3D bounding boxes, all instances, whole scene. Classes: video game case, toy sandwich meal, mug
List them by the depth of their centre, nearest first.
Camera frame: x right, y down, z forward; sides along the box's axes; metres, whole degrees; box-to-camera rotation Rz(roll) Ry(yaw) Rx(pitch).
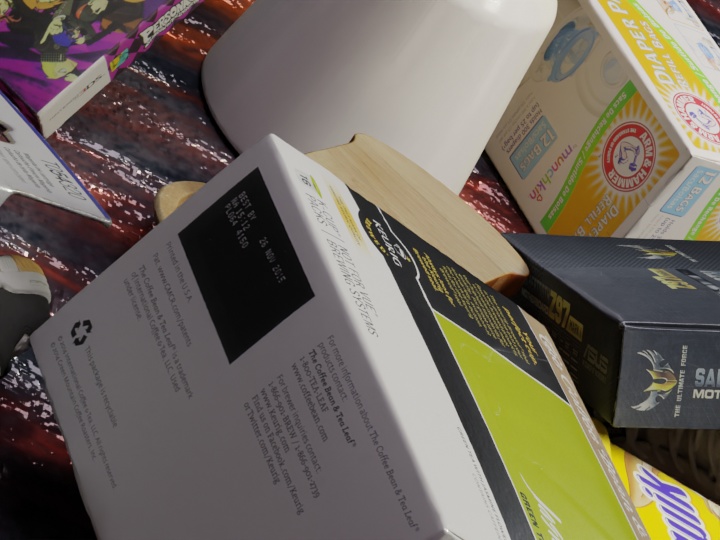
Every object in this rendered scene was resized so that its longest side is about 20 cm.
[{"bbox_3d":[0.000,0.000,1.229,0.205,0.070,0.205,31,15,-9],"label":"toy sandwich meal"},{"bbox_3d":[-0.149,-0.190,1.282,0.200,0.181,0.036,46,-13,12],"label":"video game case"},{"bbox_3d":[0.017,-0.131,1.388,0.149,0.153,0.187,20,33,-30],"label":"mug"}]

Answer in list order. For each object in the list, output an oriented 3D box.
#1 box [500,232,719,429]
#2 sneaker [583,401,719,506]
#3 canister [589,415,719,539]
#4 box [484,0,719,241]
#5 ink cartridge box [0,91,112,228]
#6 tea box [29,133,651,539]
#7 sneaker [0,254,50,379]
[{"bbox_3d":[0.161,0.026,1.268,0.157,0.051,0.200,2,11,-13],"label":"box"},{"bbox_3d":[0.160,0.081,1.290,0.081,0.075,0.200,10,7,-27],"label":"sneaker"},{"bbox_3d":[0.143,0.159,1.185,0.200,0.087,0.149,31,28,-18],"label":"canister"},{"bbox_3d":[0.139,-0.087,1.510,0.101,0.113,0.200,9,41,-42],"label":"box"},{"bbox_3d":[-0.219,-0.066,1.073,0.199,0.043,0.196,21,12,-30],"label":"ink cartridge box"},{"bbox_3d":[0.006,0.091,1.026,0.197,0.134,0.200,33,24,-44],"label":"tea box"},{"bbox_3d":[-0.171,0.055,1.006,0.088,0.075,0.200,61,30,0],"label":"sneaker"}]
